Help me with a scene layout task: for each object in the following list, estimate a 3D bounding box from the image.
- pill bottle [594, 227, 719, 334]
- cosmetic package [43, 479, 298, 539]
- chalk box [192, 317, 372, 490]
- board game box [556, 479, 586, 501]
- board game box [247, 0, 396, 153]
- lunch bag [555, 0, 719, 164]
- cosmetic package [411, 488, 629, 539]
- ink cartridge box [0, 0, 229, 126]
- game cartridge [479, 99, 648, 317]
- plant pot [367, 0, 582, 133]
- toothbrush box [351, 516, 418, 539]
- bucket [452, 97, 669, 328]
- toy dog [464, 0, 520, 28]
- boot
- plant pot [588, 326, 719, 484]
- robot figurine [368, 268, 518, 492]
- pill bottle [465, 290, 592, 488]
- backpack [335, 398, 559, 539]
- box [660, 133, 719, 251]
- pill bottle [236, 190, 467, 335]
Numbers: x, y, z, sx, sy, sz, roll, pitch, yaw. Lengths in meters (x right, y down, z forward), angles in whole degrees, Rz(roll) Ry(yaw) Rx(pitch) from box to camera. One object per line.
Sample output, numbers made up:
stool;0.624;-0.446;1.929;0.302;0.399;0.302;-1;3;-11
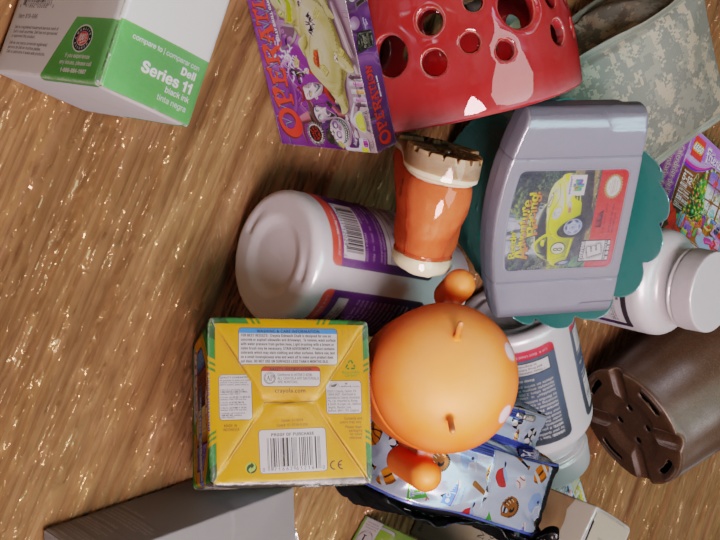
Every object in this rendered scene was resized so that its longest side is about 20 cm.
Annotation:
pill bottle;0.285;0.005;1.242;0.111;0.199;0.112;-11;107;-41
cosmetic package;-0.151;0.243;0.974;0.199;0.090;0.108;-11;107;-44
chalk box;-0.072;0.113;0.950;0.124;0.200;0.125;1;80;-13
board game box;0.190;0.324;1.344;0.200;0.029;0.135;-39;122;-30
board game box;-0.040;-0.196;0.954;0.032;0.120;0.201;-29;117;-34
lunch bag;0.271;-0.192;1.238;0.200;0.117;0.165;-35;122;-19
cosmetic package;0.157;0.262;1.181;0.071;0.199;0.106;36;74;-40
ink cartridge box;-0.158;-0.214;0.823;0.083;0.146;0.201;21;86;-44
game cartridge;0.173;-0.051;1.035;0.132;0.041;0.201;-2;118;-13
plant pot;0.076;-0.226;1.006;0.200;0.200;0.184;-21;103;-38
toothbrush box;0.024;0.358;1.119;0.086;0.145;0.201;45;70;-39
bucket;0.180;-0.064;1.130;0.206;0.135;0.208;-9;121;-15
toy dog;0.161;-0.305;1.130;0.131;0.096;0.201;17;88;-44
boot;0.054;-0.056;0.974;0.075;0.200;0.108;11;103;1
plant pot;0.382;0.137;1.378;0.198;0.200;0.201;-30;119;-26
robot figurine;0.059;0.087;0.925;0.144;0.200;0.117;-41;89;-8
pill bottle;0.177;0.123;1.224;0.119;0.119;0.201;-35;122;-32
backpack;0.070;0.169;1.099;0.190;0.199;0.155;12;86;-37
box;0.425;-0.075;1.463;0.200;0.039;0.138;27;80;-43
pill bottle;0.000;0.000;1.029;0.199;0.111;0.112;10;93;-43
